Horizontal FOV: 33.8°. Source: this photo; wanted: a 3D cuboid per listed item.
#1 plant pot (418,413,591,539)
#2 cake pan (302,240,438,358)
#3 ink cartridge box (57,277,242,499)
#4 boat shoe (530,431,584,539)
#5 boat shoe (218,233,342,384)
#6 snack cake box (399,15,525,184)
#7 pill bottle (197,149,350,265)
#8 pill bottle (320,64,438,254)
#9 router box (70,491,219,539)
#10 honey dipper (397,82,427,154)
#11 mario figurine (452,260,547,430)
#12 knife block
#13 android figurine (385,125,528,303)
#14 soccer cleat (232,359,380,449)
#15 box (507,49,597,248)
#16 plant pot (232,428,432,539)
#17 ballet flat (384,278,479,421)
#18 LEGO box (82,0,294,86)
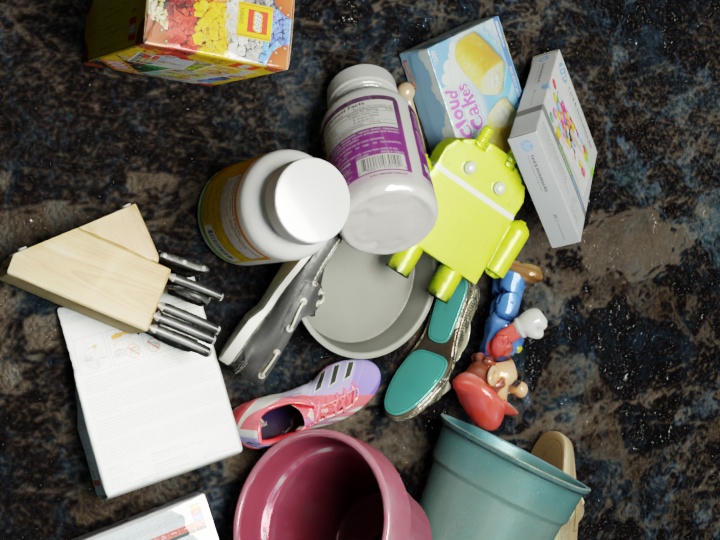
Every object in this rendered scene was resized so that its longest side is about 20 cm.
[{"bbox_3d":[0.146,0.306,1.413,0.198,0.200,0.199,25,89,-29],"label":"plant pot"},{"bbox_3d":[0.000,0.000,1.382,0.197,0.037,0.204,-2,95,-30],"label":"cake pan"},{"bbox_3d":[-0.229,0.123,1.267,0.160,0.050,0.203,-15,85,-28],"label":"ink cartridge box"},{"bbox_3d":[0.254,0.306,1.541,0.064,0.071,0.204,-2,103,-36],"label":"boat shoe"},{"bbox_3d":[-0.074,0.033,1.285,0.060,0.074,0.201,36,90,-11],"label":"boat shoe"},{"bbox_3d":[0.136,-0.189,1.430,0.114,0.067,0.203,-28,107,-26],"label":"snack cake box"},{"bbox_3d":[-0.088,-0.065,1.227,0.109,0.199,0.113,1,88,-26],"label":"pill bottle"},{"bbox_3d":[0.015,-0.127,1.293,0.111,0.112,0.202,16,45,-30],"label":"pill bottle"},{"bbox_3d":[-0.230,0.351,1.230,0.197,0.049,0.183,-17,88,-20],"label":"router box"},{"bbox_3d":[0.079,-0.127,1.423,0.038,0.038,0.204,-20,100,-27],"label":"honey dipper"},{"bbox_3d":[0.184,0.098,1.444,0.123,0.104,0.203,34,69,-60],"label":"mario figurine"},{"bbox_3d":[-0.245,0.033,1.210,0.198,0.064,0.178,-25,95,-27],"label":"knife block"},{"bbox_3d":[0.116,-0.069,1.377,0.181,0.041,0.202,33,89,-21],"label":"android figurine"},{"bbox_3d":[-0.053,0.154,1.341,0.197,0.076,0.068,-17,102,-28],"label":"soccer cleat"},{"bbox_3d":[0.237,-0.150,1.435,0.157,0.041,0.201,63,29,-28],"label":"box"},{"bbox_3d":[-0.014,0.292,1.307,0.179,0.198,0.203,35,76,-54],"label":"plant pot"},{"bbox_3d":[0.097,0.101,1.438,0.075,0.067,0.202,42,70,-52],"label":"ballet flat"},{"bbox_3d":[-0.174,-0.238,1.169,0.147,0.199,0.079,5,91,-29],"label":"LEGO box"}]
